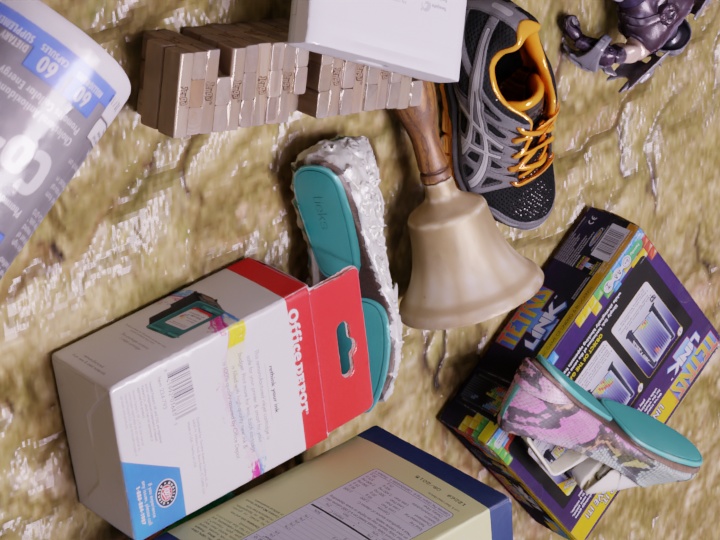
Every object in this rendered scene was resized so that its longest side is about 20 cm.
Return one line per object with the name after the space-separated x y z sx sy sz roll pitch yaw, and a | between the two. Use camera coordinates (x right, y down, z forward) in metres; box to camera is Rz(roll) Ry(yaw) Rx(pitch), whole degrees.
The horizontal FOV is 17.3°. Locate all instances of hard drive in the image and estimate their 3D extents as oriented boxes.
0.019 -0.227 1.474 0.132 0.026 0.201 10 83 -42 | hard drive

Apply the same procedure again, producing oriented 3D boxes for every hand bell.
0.047 -0.071 1.588 0.104 0.104 0.201 -30 113 -30 | hand bell

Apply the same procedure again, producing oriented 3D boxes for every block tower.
-0.050 -0.125 1.477 0.200 0.054 0.058 -9 114 -41 | block tower

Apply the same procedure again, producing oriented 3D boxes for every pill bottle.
-0.226 -0.053 1.303 0.200 0.114 0.114 -56 135 -9 | pill bottle

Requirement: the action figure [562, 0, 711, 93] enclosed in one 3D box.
0.184 -0.209 1.654 0.130 0.069 0.200 -59 140 -16 | action figure

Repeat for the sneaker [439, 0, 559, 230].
0.100 -0.104 1.611 0.078 0.077 0.200 -42 132 -24 | sneaker

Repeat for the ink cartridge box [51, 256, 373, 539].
-0.090 0.072 1.515 0.200 0.067 0.117 -27 125 -32 | ink cartridge box

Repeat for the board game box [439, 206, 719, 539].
0.168 0.080 1.767 0.200 0.057 0.165 -53 136 -12 | board game box

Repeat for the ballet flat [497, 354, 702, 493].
0.165 0.122 1.705 0.200 0.069 0.071 28 106 -42 | ballet flat

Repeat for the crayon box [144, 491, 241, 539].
-0.081 0.232 1.599 0.119 0.058 0.200 -56 135 -10 | crayon box

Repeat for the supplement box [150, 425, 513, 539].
-0.015 0.243 1.526 0.199 0.134 0.201 -24 122 -34 | supplement box

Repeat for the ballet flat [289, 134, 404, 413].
0.000 0.000 1.573 0.072 0.072 0.201 -26 124 -33 | ballet flat
